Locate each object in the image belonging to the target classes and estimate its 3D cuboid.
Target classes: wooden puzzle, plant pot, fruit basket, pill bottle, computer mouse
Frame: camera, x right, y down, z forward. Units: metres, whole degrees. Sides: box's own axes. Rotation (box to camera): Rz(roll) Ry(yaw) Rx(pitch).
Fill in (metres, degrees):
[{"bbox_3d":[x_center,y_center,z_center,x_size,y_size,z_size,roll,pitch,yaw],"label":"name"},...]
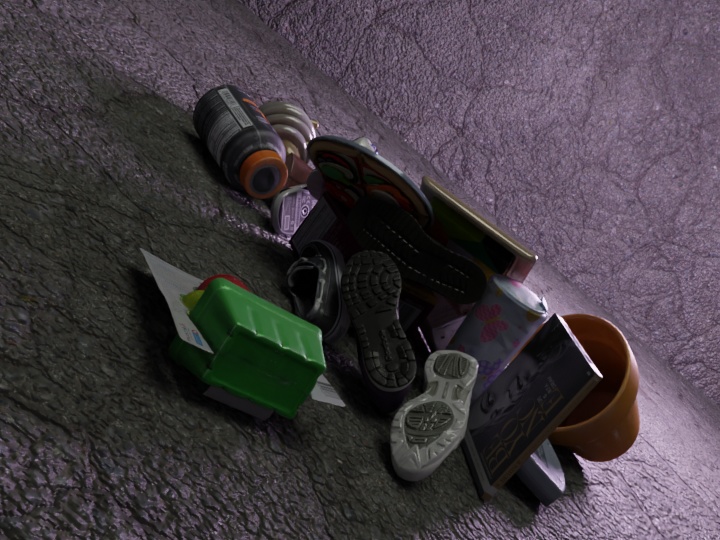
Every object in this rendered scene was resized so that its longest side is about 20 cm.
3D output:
[{"bbox_3d":[0.144,-0.029,1.192,0.184,0.037,0.201,37,-18,11],"label":"wooden puzzle"},{"bbox_3d":[0.354,0.203,1.355,0.184,0.199,0.201,48,6,-39],"label":"plant pot"},{"bbox_3d":[-0.122,0.059,0.834,0.184,0.095,0.199,30,2,-34],"label":"fruit basket"},{"bbox_3d":[-0.180,-0.194,1.329,0.105,0.107,0.201,24,23,-45],"label":"pill bottle"},{"bbox_3d":[-0.080,-0.101,1.336,0.043,0.112,0.198,17,16,34],"label":"computer mouse"}]

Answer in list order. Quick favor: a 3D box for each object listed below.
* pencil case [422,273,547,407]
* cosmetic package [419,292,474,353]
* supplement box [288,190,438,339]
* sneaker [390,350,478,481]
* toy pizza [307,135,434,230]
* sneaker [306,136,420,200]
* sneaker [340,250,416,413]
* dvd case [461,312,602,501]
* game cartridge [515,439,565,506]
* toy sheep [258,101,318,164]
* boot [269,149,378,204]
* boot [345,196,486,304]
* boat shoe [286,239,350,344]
[{"bbox_3d":[0.163,0.105,1.136,0.090,0.202,0.083,35,20,17],"label":"pencil case"},{"bbox_3d":[0.130,0.063,1.311,0.201,0.086,0.105,-113,-176,-58],"label":"cosmetic package"},{"bbox_3d":[0.000,0.000,1.215,0.130,0.104,0.201,26,21,-38],"label":"supplement box"},{"bbox_3d":[0.089,0.181,0.970,0.077,0.101,0.200,11,31,21],"label":"sneaker"},{"bbox_3d":[0.008,-0.106,1.148,0.198,0.032,0.201,31,-14,9],"label":"toy pizza"},{"bbox_3d":[0.021,-0.147,1.318,0.196,0.081,0.117,18,47,-8],"label":"sneaker"},{"bbox_3d":[0.015,0.073,1.032,0.074,0.088,0.203,-3,53,-7],"label":"sneaker"},{"bbox_3d":[0.195,0.160,1.040,0.016,0.201,0.149,33,16,-19],"label":"dvd case"},{"bbox_3d":[0.220,0.235,1.166,0.134,0.041,0.200,52,11,-4],"label":"game cartridge"},{"bbox_3d":[-0.136,-0.226,1.481,0.137,0.138,0.201,31,21,-27],"label":"toy sheep"},{"bbox_3d":[-0.061,-0.158,1.421,0.198,0.190,0.064,27,-21,-39],"label":"boot"},{"bbox_3d":[0.070,-0.020,1.149,0.199,0.078,0.138,37,1,1],"label":"boot"},{"bbox_3d":[-0.063,0.013,1.105,0.067,0.072,0.201,33,24,-28],"label":"boat shoe"}]
